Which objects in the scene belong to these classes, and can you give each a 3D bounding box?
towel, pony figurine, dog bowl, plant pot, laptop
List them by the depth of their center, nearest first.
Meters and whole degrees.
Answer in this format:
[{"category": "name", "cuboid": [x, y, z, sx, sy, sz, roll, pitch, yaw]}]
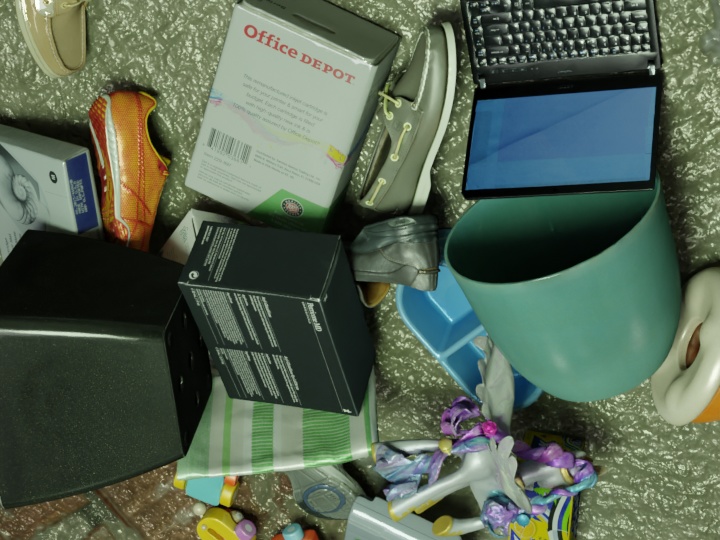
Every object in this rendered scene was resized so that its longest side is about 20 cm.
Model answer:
[{"category": "laptop", "cuboid": [0.165, -0.177, 1.350, 0.175, 0.103, 0.202, -2, 115, 21]}, {"category": "plant pot", "cuboid": [0.194, 0.017, 1.392, 0.199, 0.201, 0.162, -11, 120, 26]}, {"category": "pony figurine", "cuboid": [0.115, 0.175, 1.459, 0.198, 0.168, 0.193, -17, 139, 17]}, {"category": "plant pot", "cuboid": [-0.243, 0.087, 1.476, 0.175, 0.200, 0.202, -2, 116, 8]}, {"category": "dog bowl", "cuboid": [0.113, 0.054, 1.523, 0.111, 0.050, 0.200, -37, 99, 32]}, {"category": "towel", "cuboid": [-0.081, 0.143, 1.552, 0.197, 0.153, 0.024, -5, 127, 0]}]

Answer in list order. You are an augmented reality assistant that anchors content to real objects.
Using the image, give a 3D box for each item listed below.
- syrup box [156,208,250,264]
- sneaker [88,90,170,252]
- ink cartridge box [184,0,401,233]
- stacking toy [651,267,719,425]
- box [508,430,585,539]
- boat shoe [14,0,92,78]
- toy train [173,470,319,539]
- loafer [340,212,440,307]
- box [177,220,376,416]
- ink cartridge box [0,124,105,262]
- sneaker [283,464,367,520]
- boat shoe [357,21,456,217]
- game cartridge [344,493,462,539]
[{"category": "syrup box", "cuboid": [-0.182, 0.037, 1.593, 0.081, 0.079, 0.200, 15, 131, -35]}, {"category": "sneaker", "cuboid": [-0.221, -0.078, 1.554, 0.073, 0.076, 0.202, 31, 125, 57]}, {"category": "ink cartridge box", "cuboid": [-0.065, -0.150, 1.464, 0.144, 0.088, 0.201, 25, 124, 7]}, {"category": "stacking toy", "cuboid": [0.376, 0.092, 1.418, 0.198, 0.147, 0.147, 17, 123, -11]}, {"category": "box", "cuboid": [0.186, 0.268, 1.593, 0.064, 0.070, 0.202, 9, 119, 14]}, {"category": "boat shoe", "cuboid": [-0.286, -0.280, 1.489, 0.068, 0.074, 0.202, 5, 117, 25]}, {"category": "toy train", "cuboid": [-0.117, 0.256, 1.718, 0.149, 0.056, 0.201, -16, 112, 26]}, {"category": "loafer", "cuboid": [0.000, 0.000, 1.495, 0.199, 0.072, 0.073, -17, 82, 52]}, {"category": "box", "cuboid": [-0.074, 0.048, 1.481, 0.140, 0.079, 0.201, 9, 146, 18]}, {"category": "ink cartridge box", "cuboid": [-0.338, -0.047, 1.607, 0.199, 0.040, 0.202, 17, 124, 40]}, {"category": "sneaker", "cuboid": [-0.050, 0.190, 1.644, 0.074, 0.088, 0.200, -17, 128, 32]}, {"category": "boat shoe", "cuboid": [0.043, -0.135, 1.426, 0.060, 0.072, 0.203, 5, 128, -10]}, {"category": "game cartridge", "cuboid": [0.046, 0.301, 1.629, 0.132, 0.041, 0.201, 20, 153, 7]}]
